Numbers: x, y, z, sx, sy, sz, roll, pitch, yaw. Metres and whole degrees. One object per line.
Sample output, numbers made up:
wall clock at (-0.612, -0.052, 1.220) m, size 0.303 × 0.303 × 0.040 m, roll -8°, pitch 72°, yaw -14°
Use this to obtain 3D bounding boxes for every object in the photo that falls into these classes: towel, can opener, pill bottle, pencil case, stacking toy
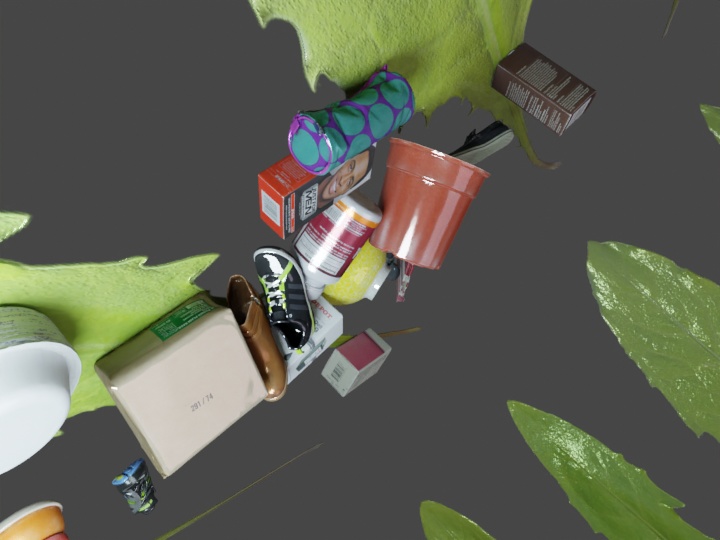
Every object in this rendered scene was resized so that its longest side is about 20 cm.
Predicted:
towel at (0.121, -0.029, 1.459) m, size 0.201 × 0.022 × 0.146 m, roll 101°, pitch -7°, yaw -53°
can opener at (0.096, -0.045, 1.436) m, size 0.053 × 0.067 × 0.201 m, roll -38°, pitch 163°, yaw -30°
pill bottle at (-0.057, -0.051, 0.998) m, size 0.201 × 0.113 × 0.113 m, roll -54°, pitch 161°, yaw 18°
pencil case at (-0.010, -0.221, 0.811) m, size 0.199 × 0.093 × 0.085 m, roll -38°, pitch -167°, yaw -33°
stacking toy at (-0.511, 0.493, 0.897) m, size 0.146 × 0.200 × 0.147 m, roll -42°, pitch 161°, yaw -19°

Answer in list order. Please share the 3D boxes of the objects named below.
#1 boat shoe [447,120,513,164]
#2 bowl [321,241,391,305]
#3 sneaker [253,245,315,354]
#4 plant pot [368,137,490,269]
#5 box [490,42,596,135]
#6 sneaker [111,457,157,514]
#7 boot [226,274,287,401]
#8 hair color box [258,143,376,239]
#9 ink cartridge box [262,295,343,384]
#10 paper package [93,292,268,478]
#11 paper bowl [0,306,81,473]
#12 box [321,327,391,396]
boat shoe at (0.280, -0.306, 1.358) m, size 0.198 × 0.063 × 0.075 m, roll -29°, pitch 163°, yaw -10°
bowl at (0.000, 0.000, 1.156) m, size 0.202 × 0.107 × 0.200 m, roll -58°, pitch 178°, yaw -3°
sneaker at (-0.127, 0.054, 0.949) m, size 0.071 × 0.202 × 0.083 m, roll -14°, pitch -153°, yaw 19°
plant pot at (0.114, -0.119, 1.037) m, size 0.200 × 0.199 × 0.198 m, roll -2°, pitch 113°, yaw -66°
box at (0.396, -0.397, 1.214) m, size 0.100 × 0.200 × 0.075 m, roll -40°, pitch 163°, yaw -19°
sneaker at (-0.450, 0.448, 1.136) m, size 0.071 × 0.083 × 0.201 m, roll -37°, pitch 158°, yaw -32°
boot at (-0.181, 0.114, 0.933) m, size 0.073 × 0.202 × 0.155 m, roll -20°, pitch 161°, yaw -10°
hair color box at (-0.065, -0.148, 0.870) m, size 0.199 × 0.061 × 0.102 m, roll -40°, pitch 159°, yaw -27°
ink cartridge box at (-0.150, 0.121, 1.079) m, size 0.200 × 0.146 × 0.084 m, roll -42°, pitch 160°, yaw -22°
paper package at (-0.269, 0.168, 0.850) m, size 0.199 × 0.103 × 0.193 m, roll -36°, pitch 126°, yaw -30°
paper bowl at (-0.405, 0.146, 0.605) m, size 0.200 × 0.104 × 0.201 m, roll -42°, pitch 160°, yaw -20°
box at (-0.012, 0.294, 1.803) m, size 0.199 × 0.109 × 0.129 m, roll -24°, pitch 150°, yaw -52°
